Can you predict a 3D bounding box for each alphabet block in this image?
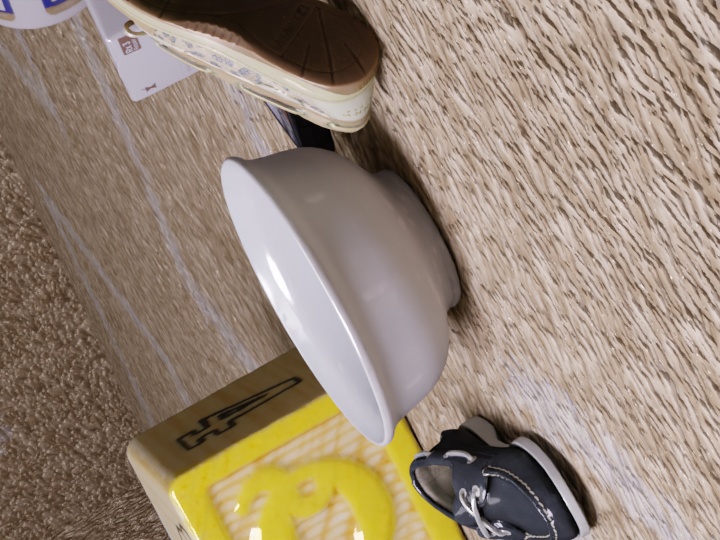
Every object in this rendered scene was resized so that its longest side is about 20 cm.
[{"bbox_3d":[-0.054,0.191,1.741,0.196,0.196,0.200,62,168,-13],"label":"alphabet block"}]

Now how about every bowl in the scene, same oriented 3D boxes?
[{"bbox_3d":[0.000,0.000,1.320,0.202,0.090,0.201,56,167,20],"label":"bowl"}]

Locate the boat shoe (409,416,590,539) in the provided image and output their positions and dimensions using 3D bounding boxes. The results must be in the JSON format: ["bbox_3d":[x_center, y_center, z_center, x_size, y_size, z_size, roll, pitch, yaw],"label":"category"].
[{"bbox_3d":[0.086,0.145,1.365,0.076,0.060,0.200,62,168,-8],"label":"boat shoe"}]

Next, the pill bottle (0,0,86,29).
[{"bbox_3d":[-0.287,-0.308,1.745,0.120,0.119,0.201,51,164,38],"label":"pill bottle"}]

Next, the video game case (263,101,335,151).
[{"bbox_3d":[-0.086,-0.191,1.363,0.181,0.025,0.200,54,169,41],"label":"video game case"}]

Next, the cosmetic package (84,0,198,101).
[{"bbox_3d":[-0.176,-0.232,1.502,0.201,0.074,0.102,62,176,19],"label":"cosmetic package"}]

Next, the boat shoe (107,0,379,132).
[{"bbox_3d":[-0.081,-0.140,1.232,0.199,0.073,0.063,32,152,18],"label":"boat shoe"}]
